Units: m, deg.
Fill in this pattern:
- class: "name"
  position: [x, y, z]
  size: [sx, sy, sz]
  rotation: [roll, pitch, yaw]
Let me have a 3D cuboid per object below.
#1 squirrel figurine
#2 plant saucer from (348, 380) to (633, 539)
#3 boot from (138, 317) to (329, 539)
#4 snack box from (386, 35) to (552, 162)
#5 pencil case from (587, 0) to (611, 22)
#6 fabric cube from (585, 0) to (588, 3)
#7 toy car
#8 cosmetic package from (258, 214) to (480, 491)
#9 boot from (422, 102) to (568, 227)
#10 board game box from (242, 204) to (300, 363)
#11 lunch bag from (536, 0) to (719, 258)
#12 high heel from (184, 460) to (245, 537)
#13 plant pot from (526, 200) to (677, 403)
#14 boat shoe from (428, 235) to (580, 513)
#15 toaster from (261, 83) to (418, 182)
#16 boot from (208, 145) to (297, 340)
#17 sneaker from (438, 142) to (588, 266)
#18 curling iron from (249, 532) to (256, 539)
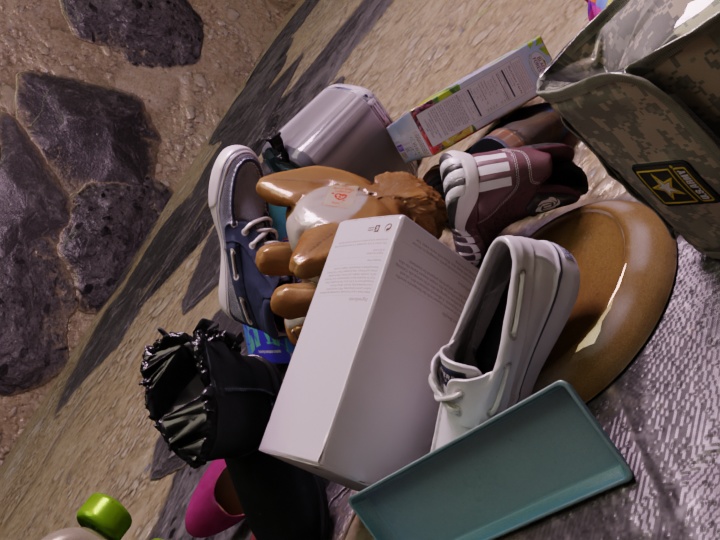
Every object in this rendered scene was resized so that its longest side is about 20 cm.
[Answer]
- class: "squirrel figurine"
  position: [0.000, 0.000, 0.837]
  size: [0.199, 0.187, 0.142]
  rotation: [-19, 43, -19]
- class: "plant saucer"
  position: [0.077, 0.138, 0.550]
  size: [0.200, 0.070, 0.019]
  rotation: [-38, -4, 35]
- class: "boot"
  position: [-0.099, 0.140, 0.684]
  size: [0.073, 0.162, 0.199]
  rotation: [-22, 71, 10]
- class: "snack box"
  position: [0.108, -0.168, 0.872]
  size: [0.142, 0.053, 0.200]
  rotation: [-29, 7, -2]
- class: "pencil case"
  position: [0.242, -0.194, 0.694]
  size: [0.088, 0.088, 0.200]
  rotation: [-43, 21, 26]
- class: "fabric cube"
  position: [0.268, -0.389, 0.784]
  size: [0.197, 0.200, 0.199]
  rotation: [-53, 21, -2]
- class: "toy car"
  position: [-0.301, 0.365, 0.917]
  size: [0.164, 0.158, 0.200]
  rotation: [-54, 4, -40]
- class: "cosmetic package"
  position: [0.012, 0.069, 0.676]
  size: [0.085, 0.107, 0.201]
  rotation: [-1, 62, 50]
- class: "boot"
  position: [0.133, -0.102, 0.845]
  size: [0.097, 0.075, 0.200]
  rotation: [-35, 3, -22]
- class: "board game box"
  position: [-0.105, 0.009, 1.014]
  size: [0.152, 0.045, 0.201]
  rotation: [-13, 87, 62]
- class: "lunch bag"
  position: [0.218, -0.098, 0.466]
  size: [0.200, 0.164, 0.118]
  rotation: [-36, 24, 40]
- class: "high heel"
  position: [-0.103, 0.202, 0.826]
  size: [0.200, 0.067, 0.096]
  rotation: [-48, 10, 7]
- class: "plant pot"
  position: [0.143, 0.024, 0.637]
  size: [0.200, 0.027, 0.200]
  rotation: [-45, 21, 22]
- class: "boat shoe"
  position: [0.078, 0.070, 0.577]
  size: [0.074, 0.065, 0.201]
  rotation: [30, 104, 58]
- class: "toaster"
  position: [-0.022, -0.128, 1.003]
  size: [0.129, 0.200, 0.113]
  rotation: [-49, 36, -16]
- class: "boot"
  position: [-0.105, -0.029, 0.904]
  size: [0.090, 0.201, 0.073]
  rotation: [21, 32, 40]
- class: "sneaker"
  position: [0.132, -0.054, 0.717]
  size: [0.115, 0.076, 0.200]
  rotation: [-11, -10, 7]
- class: "curling iron"
  position: [-0.079, 0.205, 0.770]
  size: [0.050, 0.025, 0.201]
  rotation: [57, -125, -86]
